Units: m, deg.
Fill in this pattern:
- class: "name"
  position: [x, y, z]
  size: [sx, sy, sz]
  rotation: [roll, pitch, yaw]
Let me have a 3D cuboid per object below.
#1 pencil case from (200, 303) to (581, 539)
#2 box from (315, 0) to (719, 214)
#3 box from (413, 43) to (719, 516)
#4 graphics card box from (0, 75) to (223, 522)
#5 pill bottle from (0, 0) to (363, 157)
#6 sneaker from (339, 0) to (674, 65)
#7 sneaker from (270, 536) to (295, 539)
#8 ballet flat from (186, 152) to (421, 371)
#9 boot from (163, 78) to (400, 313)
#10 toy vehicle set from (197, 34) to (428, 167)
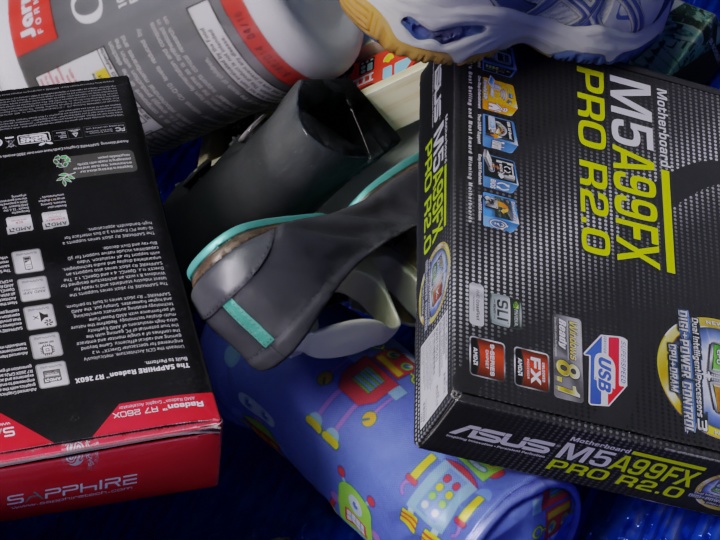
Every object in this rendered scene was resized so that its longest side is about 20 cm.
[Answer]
- class: "pencil case"
  position: [0.009, 0.078, 1.144]
  size: [0.078, 0.087, 0.200]
  rotation: [-28, 46, -28]
- class: "box"
  position: [0.064, -0.063, 1.244]
  size: [0.144, 0.036, 0.200]
  rotation: [26, 73, 38]
- class: "box"
  position: [0.104, -0.002, 1.114]
  size: [0.159, 0.044, 0.201]
  rotation: [14, 54, -16]
- class: "graphics card box"
  position: [-0.138, 0.010, 1.082]
  size: [0.124, 0.051, 0.201]
  rotation: [-9, 52, -13]
- class: "pill bottle"
  position: [-0.108, -0.114, 1.254]
  size: [0.199, 0.116, 0.117]
  rotation: [-21, 49, 25]
- class: "sneaker"
  position: [0.082, -0.142, 1.119]
  size: [0.075, 0.199, 0.089]
  rotation: [40, 122, 29]
- class: "sneaker"
  position: [-0.080, 0.152, 1.147]
  size: [0.199, 0.073, 0.112]
  rotation: [32, 71, 30]
- class: "ballet flat"
  position: [0.000, 0.000, 1.129]
  size: [0.073, 0.074, 0.200]
  rotation: [7, 17, 30]
- class: "boot"
  position: [-0.083, -0.003, 1.179]
  size: [0.199, 0.066, 0.165]
  rotation: [-34, 9, 22]
- class: "toy vehicle set"
  position: [0.013, -0.118, 1.269]
  size: [0.199, 0.027, 0.125]
  rotation: [-24, 38, 24]
